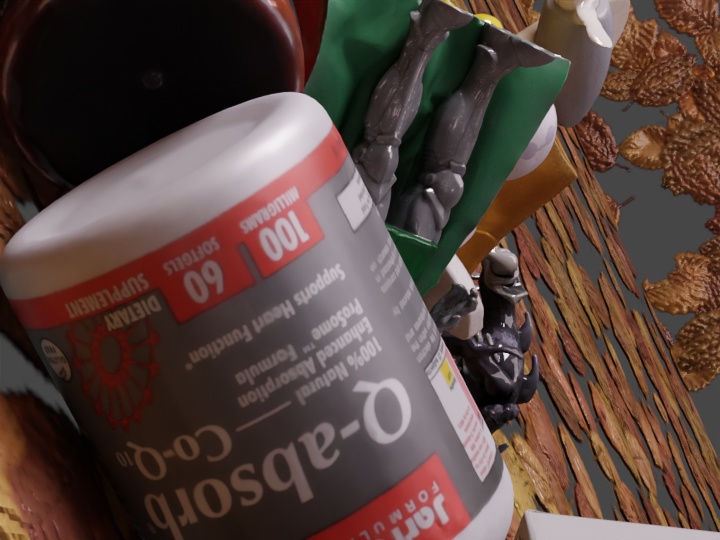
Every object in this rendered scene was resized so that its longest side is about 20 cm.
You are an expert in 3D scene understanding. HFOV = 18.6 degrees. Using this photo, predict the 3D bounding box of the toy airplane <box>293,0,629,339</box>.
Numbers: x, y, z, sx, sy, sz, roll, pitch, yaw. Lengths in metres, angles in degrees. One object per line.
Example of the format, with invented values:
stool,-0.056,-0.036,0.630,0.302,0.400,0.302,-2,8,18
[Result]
toy airplane,0.024,-0.054,0.900,0.199,0.201,0.141,22,-4,-44

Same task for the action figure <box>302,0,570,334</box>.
action figure,0.000,0.000,0.792,0.118,0.201,0.055,19,9,-35

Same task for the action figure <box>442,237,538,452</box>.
action figure,0.042,0.015,1.132,0.119,0.101,0.201,20,72,-85

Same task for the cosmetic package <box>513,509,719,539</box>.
cosmetic package,0.171,0.189,1.078,0.108,0.199,0.085,-98,-161,-52

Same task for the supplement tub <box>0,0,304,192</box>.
supplement tub,-0.082,-0.119,0.802,0.107,0.107,0.200,56,13,-37

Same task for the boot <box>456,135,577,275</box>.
boot,0.038,-0.009,1.033,0.202,0.144,0.071,69,13,19

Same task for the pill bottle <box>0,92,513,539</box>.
pill bottle,-0.020,0.055,0.700,0.201,0.115,0.116,62,12,-13
